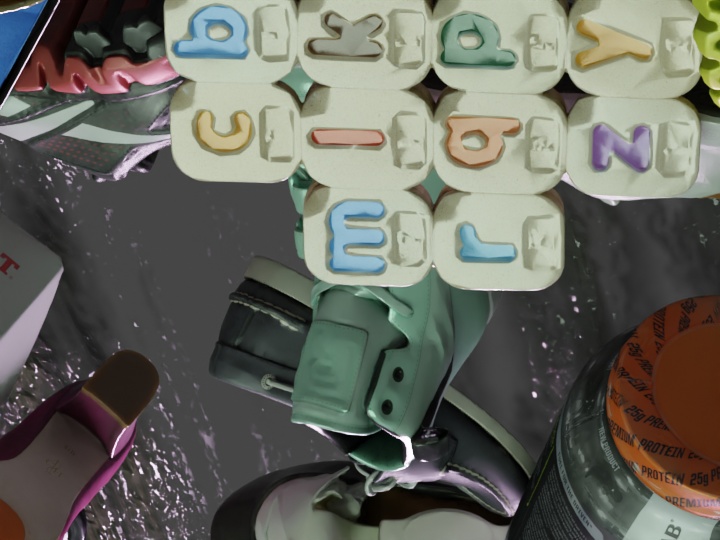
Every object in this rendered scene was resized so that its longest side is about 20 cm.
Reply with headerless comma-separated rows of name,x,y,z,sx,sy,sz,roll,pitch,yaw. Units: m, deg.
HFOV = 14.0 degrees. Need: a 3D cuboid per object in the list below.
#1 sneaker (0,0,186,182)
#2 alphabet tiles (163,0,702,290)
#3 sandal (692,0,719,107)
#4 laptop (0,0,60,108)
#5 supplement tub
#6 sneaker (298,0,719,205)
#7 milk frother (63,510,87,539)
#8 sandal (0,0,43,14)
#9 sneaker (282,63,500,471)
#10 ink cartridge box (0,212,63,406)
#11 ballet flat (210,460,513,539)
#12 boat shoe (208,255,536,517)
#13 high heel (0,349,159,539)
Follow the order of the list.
sneaker,-0.130,-0.079,1.216,0.199,0.071,0.098,-1,140,30
alphabet tiles,0.027,-0.086,1.055,0.194,0.015,0.201,1,117,5
sandal,0.155,-0.113,0.991,0.087,0.080,0.200,4,147,19
laptop,-0.229,-0.055,1.125,0.176,0.201,0.103,20,-178,-14
supplement tub,0.136,0.101,1.284,0.122,0.123,0.200,20,149,2
sneaker,0.065,-0.062,1.123,0.199,0.073,0.085,15,146,8
milk frother,-0.261,0.155,1.545,0.199,0.189,0.181,21,150,1
sandal,-0.122,-0.123,1.006,0.210,0.070,0.078,-9,131,24
sneaker,0.000,0.000,1.215,0.073,0.119,0.201,5,144,28
ink cartridge box,-0.260,0.049,1.344,0.147,0.200,0.145,37,147,2
ballet flat,0.009,0.126,1.451,0.199,0.068,0.068,-1,168,21
boat shoe,0.006,0.069,1.347,0.200,0.063,0.072,39,166,-35
high heel,-0.178,0.117,1.435,0.067,0.200,0.096,40,141,-2
